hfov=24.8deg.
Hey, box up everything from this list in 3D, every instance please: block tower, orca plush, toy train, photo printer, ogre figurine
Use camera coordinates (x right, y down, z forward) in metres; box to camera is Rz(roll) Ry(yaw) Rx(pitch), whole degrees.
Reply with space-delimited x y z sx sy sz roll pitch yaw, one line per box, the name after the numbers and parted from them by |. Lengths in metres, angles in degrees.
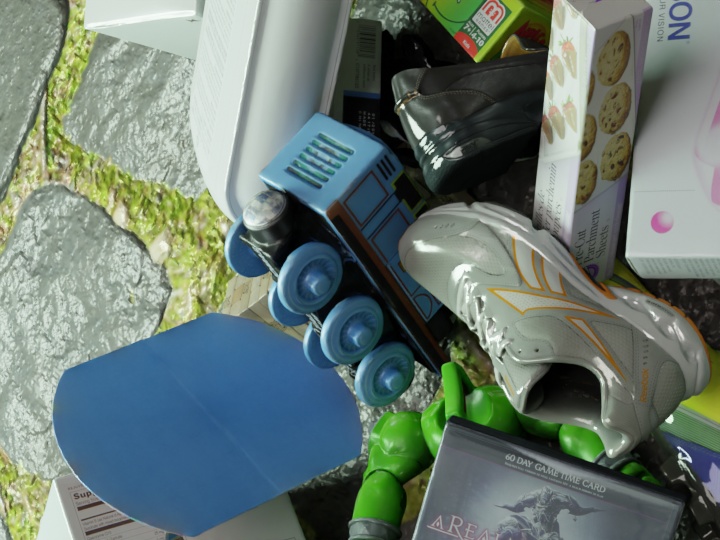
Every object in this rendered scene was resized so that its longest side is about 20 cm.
-0.009 -0.014 1.122 0.200 0.054 0.058 -36 29 29 | block tower
0.048 -0.130 1.071 0.200 0.105 0.071 -129 18 -58 | orca plush
0.000 0.000 1.026 0.114 0.200 0.087 -47 45 -10 | toy train
-0.062 -0.136 1.061 0.167 0.069 0.201 -113 31 -56 | photo printer
0.079 0.125 1.011 0.200 0.098 0.120 -31 48 29 | ogre figurine

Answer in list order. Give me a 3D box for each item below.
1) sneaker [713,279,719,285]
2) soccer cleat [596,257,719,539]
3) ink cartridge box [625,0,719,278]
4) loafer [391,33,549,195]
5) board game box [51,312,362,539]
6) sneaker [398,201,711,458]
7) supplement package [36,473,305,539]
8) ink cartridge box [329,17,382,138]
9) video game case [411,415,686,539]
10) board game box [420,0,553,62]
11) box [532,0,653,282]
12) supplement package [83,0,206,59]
0.236 -0.028 0.952 0.082 0.077 0.200 -29 64 1 | sneaker
0.195 0.066 0.975 0.083 0.065 0.201 -27 61 0 | soccer cleat
0.251 -0.094 0.896 0.199 0.043 0.197 -1 72 23 | ink cartridge box
0.108 -0.111 0.969 0.072 0.199 0.073 60 145 14 | loafer
-0.101 0.106 1.064 0.158 0.200 0.039 43 137 31 | board game box
0.093 0.032 0.927 0.200 0.092 0.076 28 143 27 | sneaker
-0.114 0.237 1.093 0.201 0.150 0.152 67 154 22 | supplement package
-0.033 -0.103 1.137 0.200 0.039 0.100 165 107 -70 | ink cartridge box
0.091 0.200 0.952 0.142 0.019 0.201 18 105 12 | video game case
0.060 -0.203 1.072 0.048 0.101 0.200 -49 59 18 | board game box
0.126 -0.071 0.916 0.039 0.041 0.200 52 153 38 | box
-0.116 -0.267 1.204 0.119 0.121 0.201 0 84 38 | supplement package
